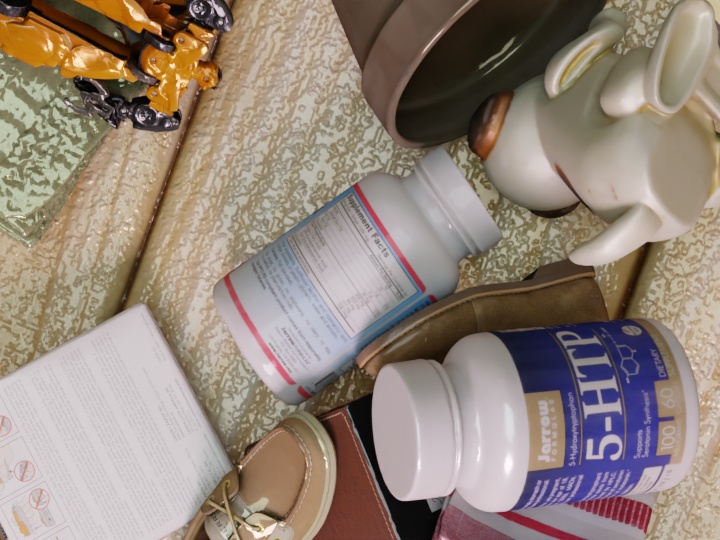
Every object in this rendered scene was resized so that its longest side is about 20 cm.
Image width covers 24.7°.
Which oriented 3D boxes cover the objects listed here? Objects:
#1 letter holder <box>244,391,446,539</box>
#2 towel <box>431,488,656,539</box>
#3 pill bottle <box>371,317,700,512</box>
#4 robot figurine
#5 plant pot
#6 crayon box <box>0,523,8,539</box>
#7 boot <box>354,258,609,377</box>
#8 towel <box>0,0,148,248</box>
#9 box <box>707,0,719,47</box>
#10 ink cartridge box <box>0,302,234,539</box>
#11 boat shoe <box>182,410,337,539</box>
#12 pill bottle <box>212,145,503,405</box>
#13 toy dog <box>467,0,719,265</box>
[{"bbox_3d":[0.016,0.194,1.198,0.142,0.100,0.202,-26,85,46],"label":"letter holder"},{"bbox_3d":[0.141,0.143,1.168,0.143,0.023,0.201,21,53,3],"label":"towel"},{"bbox_3d":[0.115,0.099,1.104,0.198,0.120,0.121,-5,90,-19],"label":"pill bottle"},{"bbox_3d":[-0.187,-0.184,1.164,0.199,0.058,0.145,26,124,-13],"label":"robot figurine"},{"bbox_3d":[0.051,-0.216,1.160,0.199,0.200,0.174,-38,72,3],"label":"plant pot"},{"bbox_3d":[-0.306,0.254,1.241,0.198,0.052,0.127,-19,89,3],"label":"crayon box"},{"bbox_3d":[0.093,0.051,1.171,0.198,0.074,0.076,-16,78,-22],"label":"boot"},{"bbox_3d":[-0.249,-0.133,1.219,0.148,0.036,0.201,35,82,-7],"label":"towel"},{"bbox_3d":[0.351,-0.195,1.169,0.200,0.106,0.153,-41,88,3],"label":"box"},{"bbox_3d":[-0.210,0.140,1.216,0.199,0.050,0.162,-28,89,-9],"label":"ink cartridge box"},{"bbox_3d":[-0.081,0.182,1.170,0.074,0.066,0.201,47,128,26],"label":"boat shoe"},{"bbox_3d":[0.000,0.000,1.191,0.199,0.109,0.109,-35,88,3],"label":"pill bottle"},{"bbox_3d":[0.171,-0.086,1.147,0.139,0.199,0.195,29,78,-33],"label":"toy dog"}]
